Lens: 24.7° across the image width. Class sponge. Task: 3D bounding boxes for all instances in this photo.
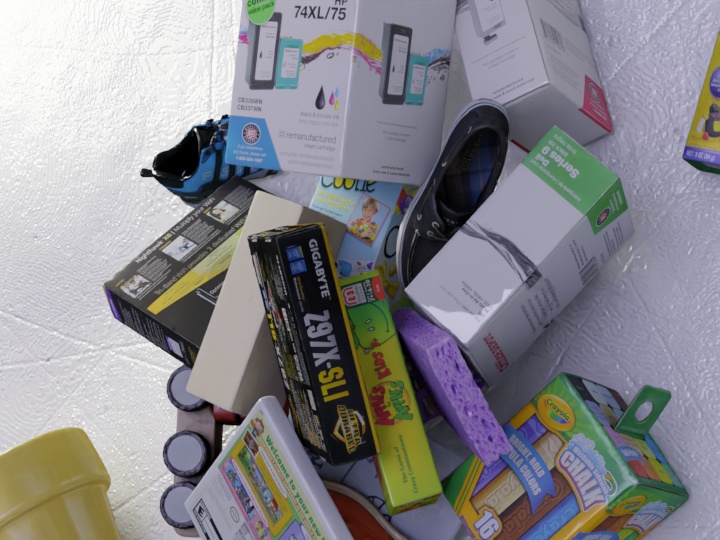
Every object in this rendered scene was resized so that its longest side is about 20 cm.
[{"bbox_3d":[0.074,0.096,1.432,0.030,0.200,0.112,-30,100,-4],"label":"sponge"}]

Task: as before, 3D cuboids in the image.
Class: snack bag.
[{"bbox_3d":[0.003,0.212,1.544,0.199,0.021,0.190,29,106,7],"label":"snack bag"}]

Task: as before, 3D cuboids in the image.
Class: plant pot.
[{"bbox_3d":[-0.328,0.295,1.714,0.200,0.200,0.190,-39,76,19],"label":"plant pot"}]

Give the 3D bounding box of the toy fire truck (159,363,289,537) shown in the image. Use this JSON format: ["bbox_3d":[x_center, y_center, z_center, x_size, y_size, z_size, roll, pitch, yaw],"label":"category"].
[{"bbox_3d":[-0.094,0.179,1.637,0.197,0.129,0.178,2,81,5],"label":"toy fire truck"}]

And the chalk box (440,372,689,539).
[{"bbox_3d":[0.194,0.177,1.428,0.200,0.124,0.124,-43,58,18],"label":"chalk box"}]

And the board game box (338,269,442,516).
[{"bbox_3d":[0.021,0.111,1.460,0.047,0.102,0.202,-15,78,-4],"label":"board game box"}]

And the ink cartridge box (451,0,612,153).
[{"bbox_3d":[0.153,-0.223,1.545,0.082,0.146,0.202,-23,65,26],"label":"ink cartridge box"}]

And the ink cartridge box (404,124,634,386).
[{"bbox_3d":[0.144,-0.009,1.463,0.084,0.146,0.200,42,86,22],"label":"ink cartridge box"}]

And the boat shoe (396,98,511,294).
[{"bbox_3d":[0.080,-0.056,1.466,0.068,0.057,0.202,17,113,-6],"label":"boat shoe"}]

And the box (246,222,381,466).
[{"bbox_3d":[-0.043,0.061,1.434,0.049,0.160,0.202,-15,94,-11],"label":"box"}]

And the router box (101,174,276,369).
[{"bbox_3d":[-0.138,0.004,1.672,0.157,0.053,0.200,29,58,35],"label":"router box"}]

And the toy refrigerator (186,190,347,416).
[{"bbox_3d":[-0.091,0.034,1.558,0.070,0.076,0.202,19,89,37],"label":"toy refrigerator"}]

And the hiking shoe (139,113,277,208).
[{"bbox_3d":[-0.134,-0.133,1.748,0.199,0.086,0.075,-34,61,22],"label":"hiking shoe"}]

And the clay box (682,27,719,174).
[{"bbox_3d":[0.368,-0.179,1.451,0.114,0.047,0.202,14,87,35],"label":"clay box"}]

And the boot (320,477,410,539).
[{"bbox_3d":[-0.009,0.262,1.491,0.199,0.107,0.076,31,113,9],"label":"boot"}]

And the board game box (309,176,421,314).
[{"bbox_3d":[0.000,0.000,1.614,0.104,0.103,0.202,21,90,37],"label":"board game box"}]

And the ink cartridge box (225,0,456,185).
[{"bbox_3d":[-0.016,-0.187,1.495,0.146,0.145,0.203,9,95,39],"label":"ink cartridge box"}]

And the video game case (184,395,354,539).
[{"bbox_3d":[-0.077,0.247,1.495,0.201,0.022,0.182,59,135,24],"label":"video game case"}]

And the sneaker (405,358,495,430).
[{"bbox_3d":[0.059,0.107,1.560,0.200,0.083,0.081,-47,58,14],"label":"sneaker"}]
